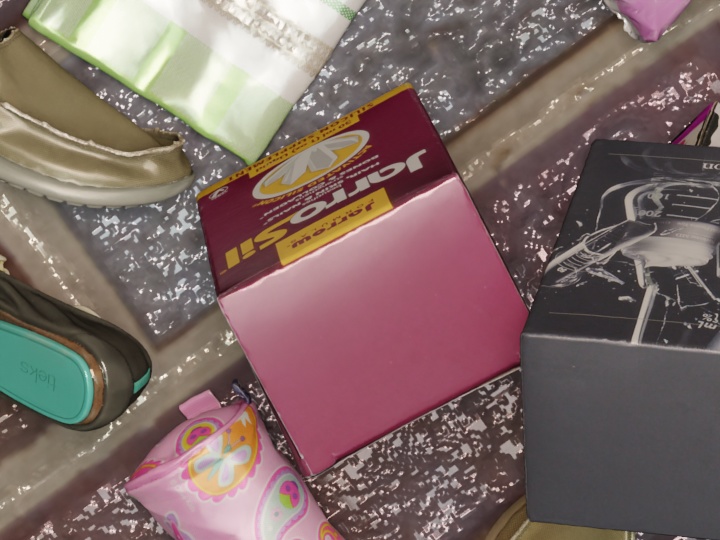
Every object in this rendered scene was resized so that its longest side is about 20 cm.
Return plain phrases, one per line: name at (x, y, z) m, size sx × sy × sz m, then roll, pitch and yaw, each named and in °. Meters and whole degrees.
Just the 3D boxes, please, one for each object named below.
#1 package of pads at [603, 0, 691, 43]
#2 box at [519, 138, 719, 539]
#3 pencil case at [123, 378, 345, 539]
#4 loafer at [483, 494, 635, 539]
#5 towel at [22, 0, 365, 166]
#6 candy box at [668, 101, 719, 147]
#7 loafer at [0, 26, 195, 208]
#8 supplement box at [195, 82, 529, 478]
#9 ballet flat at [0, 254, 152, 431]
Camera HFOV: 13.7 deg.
package of pads at (0.162, -0.225, 1.492) m, size 0.120 × 0.076 × 0.200 m, roll 39°, pitch 96°, yaw -9°
box at (0.187, 0.032, 1.367) m, size 0.199 × 0.182 × 0.105 m, roll 4°, pitch 123°, yaw 14°
pencil case at (-0.039, 0.158, 1.542) m, size 0.087 × 0.087 × 0.200 m, roll -34°, pitch 98°, yaw 3°
loafer at (0.084, 0.181, 1.521) m, size 0.076 × 0.067 × 0.200 m, roll 49°, pitch 61°, yaw -18°
towel at (-0.060, -0.173, 1.516) m, size 0.149 × 0.031 × 0.201 m, roll 32°, pitch 97°, yaw -6°
candy box at (0.207, 0.029, 1.510) m, size 0.200 × 0.061 × 0.136 m, roll 37°, pitch 128°, yaw -8°
loafer at (-0.176, -0.084, 1.502) m, size 0.199 × 0.075 × 0.070 m, roll 16°, pitch 102°, yaw -4°
supplement box at (0.000, 0.000, 1.456) m, size 0.130 × 0.200 × 0.104 m, roll -27°, pitch 107°, yaw 1°
ballet flat at (-0.188, 0.027, 1.515) m, size 0.199 × 0.068 × 0.068 m, roll 27°, pitch 117°, yaw 26°
